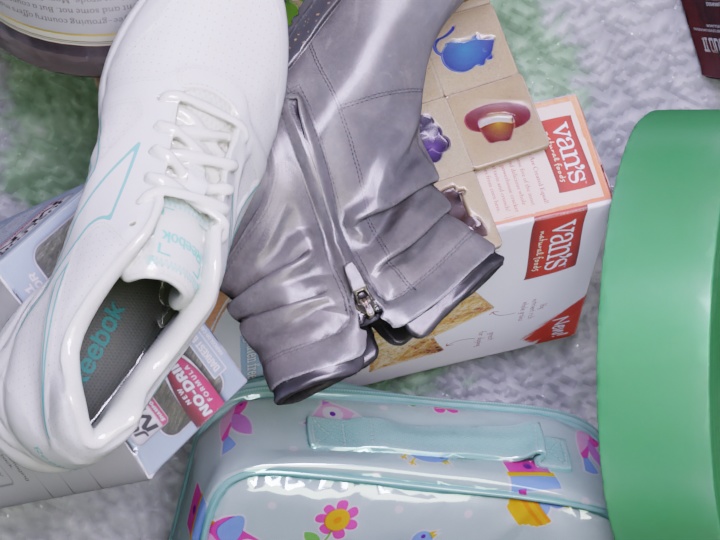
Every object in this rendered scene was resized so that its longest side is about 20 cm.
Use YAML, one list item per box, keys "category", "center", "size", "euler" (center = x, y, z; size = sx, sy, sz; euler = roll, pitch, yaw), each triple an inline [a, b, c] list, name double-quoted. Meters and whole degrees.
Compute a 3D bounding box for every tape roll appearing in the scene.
- category: "tape roll"
  center: [0.146, 0.032, 0.993]
  size: [0.048, 0.200, 0.202]
  euler: [1, 99, 20]

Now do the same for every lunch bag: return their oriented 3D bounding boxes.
- category: "lunch bag"
  center: [0.017, 0.125, 1.017]
  size: [0.198, 0.077, 0.161]
  euler: [6, 122, -12]

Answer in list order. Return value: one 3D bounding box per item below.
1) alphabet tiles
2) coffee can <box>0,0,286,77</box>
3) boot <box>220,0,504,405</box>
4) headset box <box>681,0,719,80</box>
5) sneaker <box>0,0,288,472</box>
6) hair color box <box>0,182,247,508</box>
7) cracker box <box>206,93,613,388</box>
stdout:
- category: "alphabet tiles"
  center: [-0.023, -0.085, 0.941]
  size: [0.165, 0.006, 0.201]
  euler: [-18, 74, -10]
- category: "coffee can"
  center: [-0.102, -0.192, 0.850]
  size: [0.145, 0.147, 0.201]
  euler: [-22, 140, -7]
- category: "boot"
  center: [0.015, -0.048, 0.900]
  size: [0.200, 0.070, 0.132]
  euler: [-40, 81, -4]
- category: "headset box"
  center: [0.208, -0.183, 1.036]
  size: [0.148, 0.077, 0.201]
  euler: [-20, 101, -7]
- category: "sneaker"
  center: [-0.066, -0.021, 0.814]
  size: [0.070, 0.080, 0.202]
  euler: [23, 80, -21]
- category: "hair color box"
  center: [-0.139, 0.037, 0.938]
  size: [0.061, 0.200, 0.099]
  euler: [-43, 104, -30]
- category: "cracker box"
  center: [0.000, 0.000, 0.990]
  size: [0.198, 0.134, 0.058]
  euler: [-14, 66, -8]
